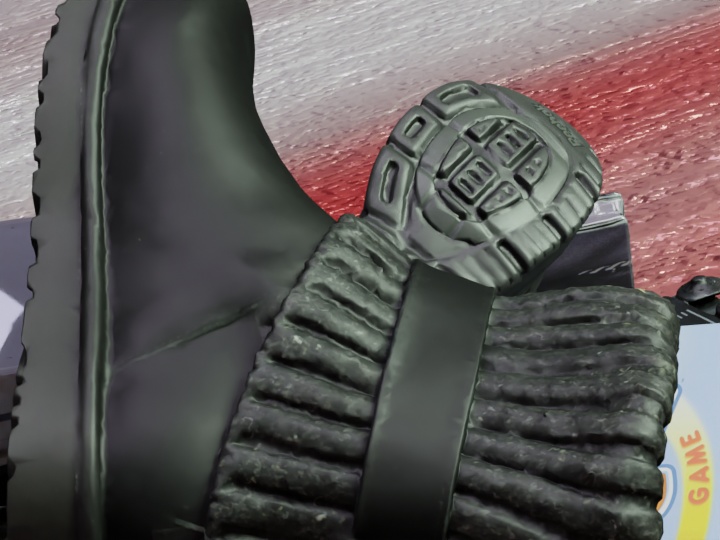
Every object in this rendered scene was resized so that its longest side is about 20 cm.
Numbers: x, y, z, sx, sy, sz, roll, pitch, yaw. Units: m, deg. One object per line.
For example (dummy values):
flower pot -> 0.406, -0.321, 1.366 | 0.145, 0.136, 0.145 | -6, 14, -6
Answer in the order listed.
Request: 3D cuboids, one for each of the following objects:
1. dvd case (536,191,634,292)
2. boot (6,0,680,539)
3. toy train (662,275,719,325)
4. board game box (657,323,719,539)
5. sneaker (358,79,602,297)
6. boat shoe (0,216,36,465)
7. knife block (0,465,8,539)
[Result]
dvd case -> -0.006, 0.033, 0.982 | 0.199, 0.149, 0.016 | -11, 64, 3
boot -> 0.000, 0.002, 0.742 | 0.157, 0.080, 0.212 | -2, 54, 4
toy train -> 0.148, 0.040, 0.986 | 0.046, 0.034, 0.200 | -23, 21, -19
board game box -> 0.120, 0.079, 0.786 | 0.199, 0.037, 0.152 | -6, 48, 26
sneaker -> -0.006, 0.033, 0.834 | 0.076, 0.091, 0.200 | 40, 54, 17
boat shoe -> -0.153, 0.037, 0.794 | 0.199, 0.066, 0.074 | -5, 51, -15
knife block -> -0.137, 0.072, 0.925 | 0.176, 0.064, 0.200 | -46, 28, -12
